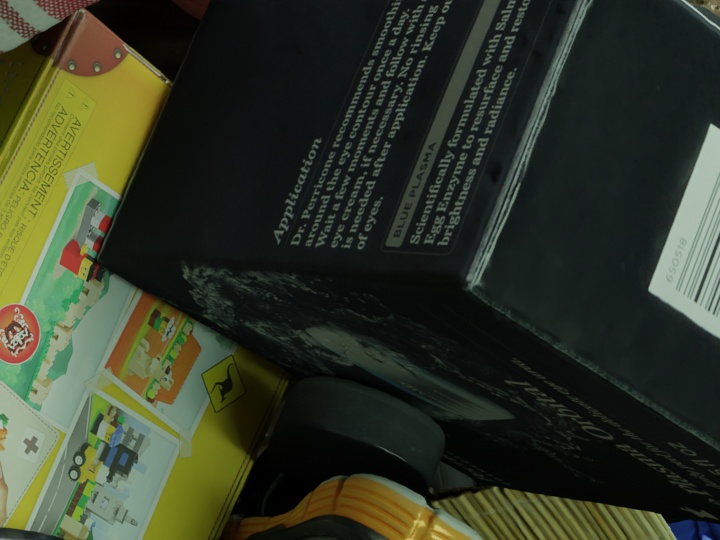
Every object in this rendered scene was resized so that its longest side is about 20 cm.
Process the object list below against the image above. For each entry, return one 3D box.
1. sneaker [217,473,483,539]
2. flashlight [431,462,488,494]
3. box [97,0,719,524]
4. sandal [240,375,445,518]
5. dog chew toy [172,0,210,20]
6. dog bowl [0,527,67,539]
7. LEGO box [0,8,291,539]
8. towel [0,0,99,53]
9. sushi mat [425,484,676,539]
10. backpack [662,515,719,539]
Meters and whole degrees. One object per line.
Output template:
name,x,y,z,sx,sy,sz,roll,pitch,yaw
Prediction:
sneaker,-0.028,0.130,0.850,0.078,0.200,0.077,28,63,-9
flashlight,0.000,0.000,0.958,0.068,0.068,0.200,-16,109,-9
box,0.058,-0.006,0.800,0.197,0.200,0.117,32,74,-34
sandal,-0.012,0.091,0.888,0.200,0.076,0.043,89,21,-67
dog chew toy,-0.005,-0.168,0.914,0.200,0.125,0.125,-45,120,-45
dog bowl,-0.132,0.183,0.771,0.200,0.074,0.200,-11,120,-21
LEGO box,-0.108,0.032,0.846,0.149,0.077,0.200,40,65,-36
towel,-0.150,-0.124,0.747,0.146,0.200,0.030,51,27,-31
sushi mat,0.092,0.131,0.990,0.200,0.096,0.012,54,33,-48
backpack,0.157,0.054,1.042,0.168,0.163,0.200,-36,125,-13
